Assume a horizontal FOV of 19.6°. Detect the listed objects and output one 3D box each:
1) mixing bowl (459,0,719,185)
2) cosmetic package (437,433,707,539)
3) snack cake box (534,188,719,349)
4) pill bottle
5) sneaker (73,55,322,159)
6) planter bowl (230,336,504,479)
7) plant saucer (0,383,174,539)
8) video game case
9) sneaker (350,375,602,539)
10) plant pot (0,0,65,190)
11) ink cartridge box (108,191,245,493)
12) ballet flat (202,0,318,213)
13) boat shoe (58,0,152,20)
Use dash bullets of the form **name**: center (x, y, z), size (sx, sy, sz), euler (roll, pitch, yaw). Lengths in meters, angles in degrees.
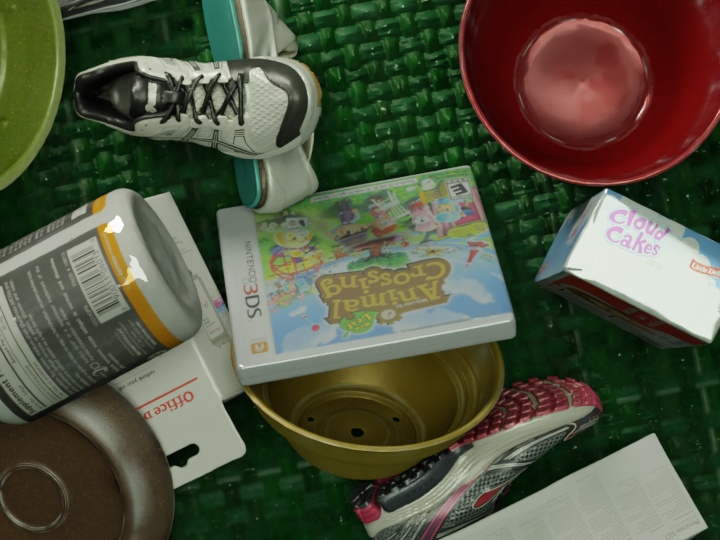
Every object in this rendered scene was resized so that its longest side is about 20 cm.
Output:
- **mixing bowl**: center (0.170, -0.150, 1.546), size (0.200, 0.108, 0.201), euler (0, 81, -1)
- **cosmetic package**: center (0.148, 0.201, 1.535), size (0.200, 0.051, 0.083), euler (-23, 74, -21)
- **snack cake box**: center (0.198, 0.002, 1.504), size (0.115, 0.200, 0.067), euler (28, 87, 0)
- **pill bottle**: center (-0.220, 0.035, 1.442), size (0.200, 0.116, 0.117), euler (-27, 88, 8)
- **sneaker**: center (-0.123, -0.119, 1.517), size (0.200, 0.088, 0.076), euler (2, 94, 35)
- **planter bowl**: center (0.002, 0.093, 1.534), size (0.200, 0.201, 0.084), euler (7, 127, -1)
- **plant saucer**: center (-0.235, 0.161, 1.531), size (0.200, 0.032, 0.201), euler (5, 110, 14)
- **video game case**: center (0.000, 0.000, 1.529), size (0.200, 0.182, 0.022), euler (-10, 131, -2)
- **sneaker**: center (0.093, 0.147, 1.564), size (0.200, 0.081, 0.075), euler (-31, 106, 4)
- **plant pot**: center (-0.349, -0.157, 1.499), size (0.190, 0.200, 0.201), euler (9, 87, 35)
- **ink cartridge box**: center (-0.155, 0.058, 1.542), size (0.116, 0.067, 0.200), euler (-27, 88, 27)
- **ballet flat**: center (-0.073, -0.143, 1.579), size (0.069, 0.069, 0.200), euler (-11, 86, -2)
- **boat shoe**: center (-0.208, -0.230, 1.574), size (0.200, 0.066, 0.070), euler (-17, 88, -1)
